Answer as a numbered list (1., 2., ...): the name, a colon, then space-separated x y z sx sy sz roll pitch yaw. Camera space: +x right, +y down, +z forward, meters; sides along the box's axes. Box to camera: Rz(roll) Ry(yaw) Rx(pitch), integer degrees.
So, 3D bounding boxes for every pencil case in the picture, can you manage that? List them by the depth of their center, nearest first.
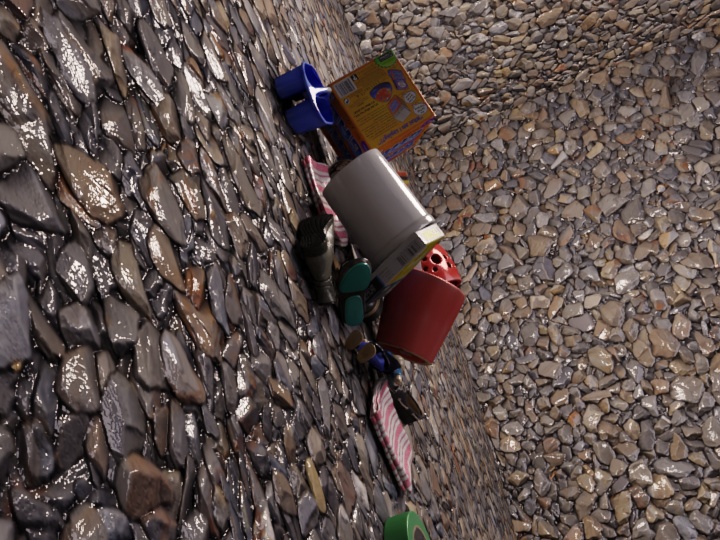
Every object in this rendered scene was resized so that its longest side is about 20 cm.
1. pencil case: -0.023 -0.199 1.896 0.079 0.088 0.201 -60 153 -15

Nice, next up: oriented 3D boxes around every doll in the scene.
1. doll: 0.042 0.182 1.556 0.136 0.049 0.200 45 5 30

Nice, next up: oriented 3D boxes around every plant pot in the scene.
1. plant pot: 0.129 0.113 1.773 0.181 0.197 0.201 -69 156 -13
2. plant pot: 0.187 -0.003 2.319 0.185 0.198 0.200 66 9 19

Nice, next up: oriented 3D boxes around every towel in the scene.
1. towel: 0.069 0.336 1.541 0.147 0.029 0.203 -76 145 -69
2. towel: -0.075 -0.153 1.706 0.146 0.029 0.204 -1 72 -78

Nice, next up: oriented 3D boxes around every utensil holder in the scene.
1. utensil holder: 0.036 -0.132 1.627 0.201 0.169 0.170 53 10 6

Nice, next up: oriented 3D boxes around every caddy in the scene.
1. caddy: -0.114 -0.391 1.712 0.200 0.103 0.144 -52 122 -77

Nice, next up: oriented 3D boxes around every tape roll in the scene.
1. tape roll: 0.098 0.533 1.340 0.200 0.047 0.205 -19 91 -79

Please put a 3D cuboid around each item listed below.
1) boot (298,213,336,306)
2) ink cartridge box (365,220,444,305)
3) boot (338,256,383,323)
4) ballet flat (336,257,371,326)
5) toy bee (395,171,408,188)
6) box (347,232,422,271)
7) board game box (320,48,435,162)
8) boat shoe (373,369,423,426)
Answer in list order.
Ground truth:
1. boot: -0.076 -0.021 1.442 0.201 0.066 0.133 -85 165 -65
2. ink cartridge box: 0.091 -0.015 1.607 0.047 0.198 0.199 47 23 10
3. boot: 0.000 0.000 1.713 0.139 0.076 0.202 57 16 -34
4. ballet flat: -0.018 0.026 1.481 0.202 0.071 0.074 95 -12 -50
5. toy bee: 0.067 -0.148 1.774 0.200 0.128 0.111 98 -18 -77
6. box: 0.057 -0.051 1.808 0.198 0.037 0.145 32 -11 16
7. board game box: 0.031 -0.380 1.892 0.202 0.198 0.200 56 -19 4
8. boat shoe: 0.082 0.271 1.672 0.075 0.059 0.202 -91 159 -54
